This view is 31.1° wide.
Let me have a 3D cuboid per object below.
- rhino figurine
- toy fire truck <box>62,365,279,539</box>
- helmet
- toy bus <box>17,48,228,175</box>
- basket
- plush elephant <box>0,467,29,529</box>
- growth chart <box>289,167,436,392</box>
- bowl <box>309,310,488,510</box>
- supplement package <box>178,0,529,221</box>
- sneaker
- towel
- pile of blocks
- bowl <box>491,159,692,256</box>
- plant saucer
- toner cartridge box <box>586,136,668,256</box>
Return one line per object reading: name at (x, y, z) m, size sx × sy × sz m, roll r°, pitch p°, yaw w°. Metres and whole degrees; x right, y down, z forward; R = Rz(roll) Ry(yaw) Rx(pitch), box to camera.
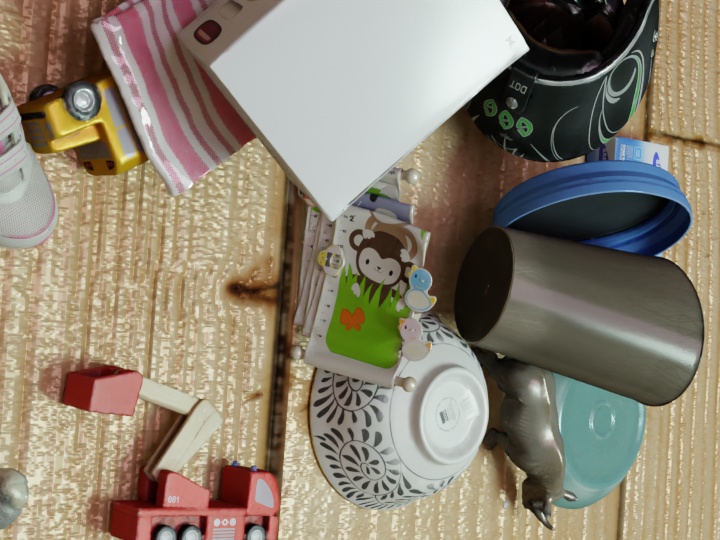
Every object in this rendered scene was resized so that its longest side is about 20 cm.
rhino figurine at (0.170, 0.172, 1.303) m, size 0.059 × 0.087 × 0.203 m, roll -23°, pitch 106°, yaw -35°
toy fire truck at (-0.150, 0.155, 1.065) m, size 0.198 × 0.048 × 0.143 m, roll 8°, pitch 86°, yaw -39°
helmet at (0.185, -0.202, 1.225) m, size 0.191 × 0.198 × 0.202 m, roll 79°, pitch 33°, yaw -71°
toy bus at (-0.170, -0.133, 1.026) m, size 0.199 × 0.065 × 0.079 m, roll -31°, pitch 112°, yaw -35°
basket at (0.201, 0.035, 1.242) m, size 0.198 × 0.181 × 0.137 m, roll 15°, pitch 114°, yaw -21°
plush elephant at (-0.287, 0.230, 0.886) m, size 0.198 × 0.154 × 0.167 m, roll 5°, pitch 89°, yaw -40°
growth chart at (0.000, 0.000, 1.132) m, size 0.018 × 0.143 × 0.203 m, roll -3°, pitch 96°, yaw -64°
bowl at (0.057, 0.131, 1.205) m, size 0.199 × 0.094 × 0.204 m, roll -3°, pitch 95°, yaw -39°
supplement package at (-0.006, -0.171, 0.967) m, size 0.200 × 0.111 × 0.156 m, roll -41°, pitch 119°, yaw -2°
sneaker at (-0.281, -0.097, 0.921) m, size 0.082 × 0.088 × 0.201 m, roll -48°, pitch 120°, yaw -27°
towel at (-0.105, -0.171, 1.016) m, size 0.200 × 0.030 × 0.148 m, roll -39°, pitch 116°, yaw -31°
pile of blocks at (0.009, -0.021, 1.174) m, size 0.062 × 0.081 × 0.203 m, roll -1°, pitch 85°, yaw -59°
bowl at (0.224, -0.050, 1.275) m, size 0.199 × 0.200 × 0.040 m, roll 14°, pitch 61°, yaw -38°
plant saucer at (0.252, 0.160, 1.403) m, size 0.198 × 0.036 × 0.203 m, roll -3°, pitch 94°, yaw -39°
toner cartridge box at (0.288, -0.041, 1.419) m, size 0.094 × 0.043 × 0.203 m, roll 3°, pitch 90°, yaw -40°
